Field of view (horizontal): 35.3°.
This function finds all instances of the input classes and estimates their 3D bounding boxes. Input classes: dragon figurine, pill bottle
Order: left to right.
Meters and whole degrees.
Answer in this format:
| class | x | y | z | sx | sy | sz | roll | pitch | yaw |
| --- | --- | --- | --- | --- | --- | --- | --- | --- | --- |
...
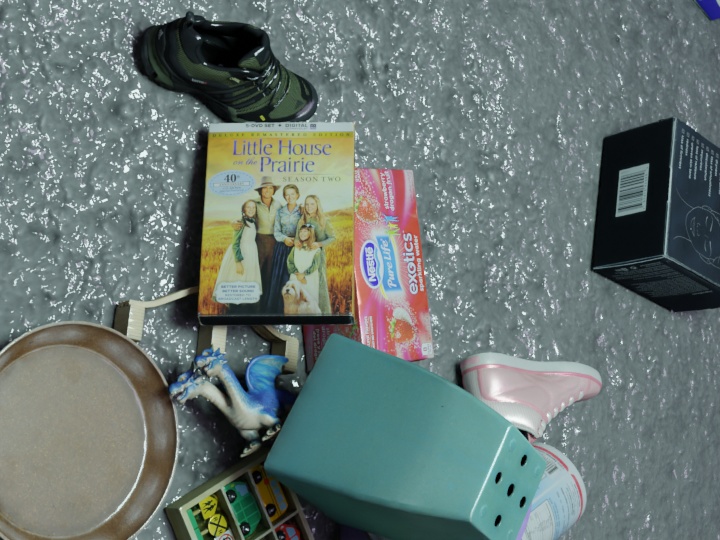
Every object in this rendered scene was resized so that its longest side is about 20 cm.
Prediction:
| class | x | y | z | sx | sy | sz | roll | pitch | yaw |
| --- | --- | --- | --- | --- | --- | --- | --- | --- | --- |
| dragon figurine | -0.093 | 0.117 | 1.071 | 0.200 | 0.059 | 0.100 | 1 | 56 | -57 |
| pill bottle | 0.152 | 0.277 | 1.241 | 0.200 | 0.109 | 0.109 | -25 | 100 | -41 |

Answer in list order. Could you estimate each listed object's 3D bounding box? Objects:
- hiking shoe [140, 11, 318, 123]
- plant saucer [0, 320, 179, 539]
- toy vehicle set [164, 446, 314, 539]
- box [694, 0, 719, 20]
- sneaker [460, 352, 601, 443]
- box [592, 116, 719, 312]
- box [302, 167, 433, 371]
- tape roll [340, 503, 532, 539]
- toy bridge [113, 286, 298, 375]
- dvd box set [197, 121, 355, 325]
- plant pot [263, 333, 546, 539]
| class | x | y | z | sx | sy | sz | roll | pitch | yaw |
| --- | --- | --- | --- | --- | --- | --- | --- | --- | --- |
| hiking shoe | -0.109 | -0.189 | 1.095 | 0.199 | 0.100 | 0.076 | 15 | 73 | -39 |
| plant saucer | -0.247 | 0.144 | 0.960 | 0.200 | 0.034 | 0.201 | 10 | 76 | -41 |
| toy vehicle set | -0.095 | 0.285 | 1.075 | 0.124 | 0.026 | 0.201 | -29 | 102 | -41 |
| box | 0.616 | -0.504 | 1.725 | 0.105 | 0.200 | 0.185 | 39 | 59 | -31 |
| sneaker | 0.205 | 0.160 | 1.320 | 0.199 | 0.075 | 0.105 | 10 | 60 | -32 |
| box | 0.428 | -0.070 | 1.536 | 0.196 | 0.124 | 0.201 | 23 | 68 | -35 |
| box | 0.000 | 0.000 | 1.162 | 0.099 | 0.095 | 0.201 | -2 | 84 | -40 |
| tape roll | 0.072 | 0.228 | 1.118 | 0.066 | 0.200 | 0.201 | 36 | 61 | -30 |
| toy bridge | -0.139 | 0.052 | 1.076 | 0.199 | 0.027 | 0.068 | 16 | 71 | -38 |
| dvd box set | -0.076 | -0.046 | 1.070 | 0.146 | 0.029 | 0.201 | 0 | 68 | 1 |
| plant pot | 0.051 | 0.167 | 1.009 | 0.141 | 0.199 | 0.142 | 47 | 63 | -46 |
